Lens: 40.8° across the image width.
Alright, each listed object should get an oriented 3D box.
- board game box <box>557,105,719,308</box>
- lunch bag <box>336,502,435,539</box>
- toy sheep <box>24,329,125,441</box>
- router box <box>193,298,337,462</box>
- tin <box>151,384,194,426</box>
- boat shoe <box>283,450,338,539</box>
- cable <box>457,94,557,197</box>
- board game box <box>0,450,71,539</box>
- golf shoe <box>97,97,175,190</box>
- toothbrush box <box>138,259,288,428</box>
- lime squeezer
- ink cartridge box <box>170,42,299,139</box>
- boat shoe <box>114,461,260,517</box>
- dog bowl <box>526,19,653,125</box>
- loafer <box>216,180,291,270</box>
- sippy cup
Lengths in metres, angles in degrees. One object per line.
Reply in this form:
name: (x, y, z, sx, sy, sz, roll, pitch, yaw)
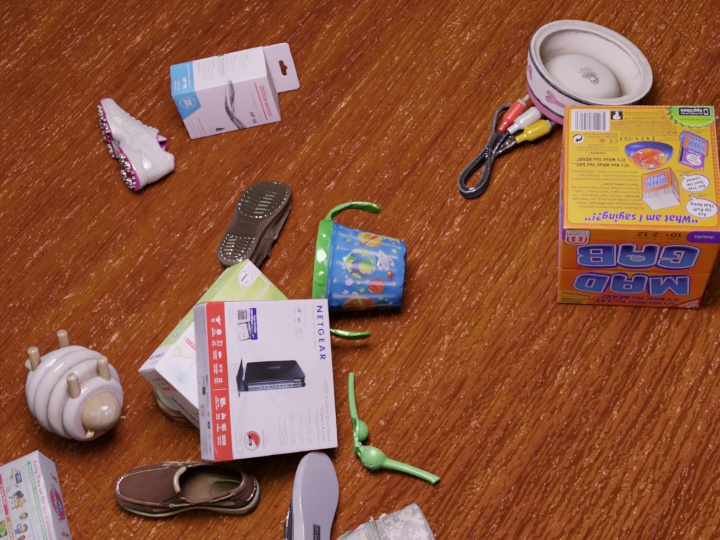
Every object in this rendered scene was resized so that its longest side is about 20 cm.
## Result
board game box: (0.375, -0.085, 1.335, 0.197, 0.201, 0.202, 2, 60, 10)
lunch bag: (0.021, 0.378, 1.118, 0.166, 0.201, 0.140, -24, 58, -7)
toy sheep: (-0.404, 0.165, 1.355, 0.199, 0.138, 0.138, 28, 67, 35)
router box: (-0.124, 0.140, 1.275, 0.178, 0.049, 0.203, -1, 83, -30)
tin: (-0.225, 0.127, 1.403, 0.111, 0.042, 0.201, 16, 63, 22)
boat shoe: (-0.073, 0.330, 1.243, 0.056, 0.068, 0.202, -29, 44, 37)
cable: (0.213, -0.203, 1.517, 0.199, 0.050, 0.097, -39, 63, -16)
board game box: (-0.499, 0.353, 1.297, 0.198, 0.064, 0.149, -23, 60, -3)
golf shoe: (-0.376, -0.218, 1.620, 0.091, 0.076, 0.201, -20, 59, -21)
toothbrush box: (-0.179, 0.109, 1.327, 0.146, 0.086, 0.200, 46, 65, -14)
lime squeezer: (0.018, 0.222, 1.306, 0.070, 0.038, 0.200, -35, 60, -12)
ink cartridge box: (-0.202, -0.296, 1.603, 0.198, 0.116, 0.067, -11, 58, 3)
boat shoe: (-0.236, 0.282, 1.289, 0.200, 0.075, 0.075, -4, 59, 7)
dog bowl: (0.348, -0.300, 1.513, 0.198, 0.074, 0.202, 7, 50, -8)
loafer: (-0.164, -0.062, 1.490, 0.075, 0.068, 0.201, 17, 48, 15)
sippy cup: (0.000, 0.000, 1.394, 0.129, 0.180, 0.140, 4, 19, 0)
